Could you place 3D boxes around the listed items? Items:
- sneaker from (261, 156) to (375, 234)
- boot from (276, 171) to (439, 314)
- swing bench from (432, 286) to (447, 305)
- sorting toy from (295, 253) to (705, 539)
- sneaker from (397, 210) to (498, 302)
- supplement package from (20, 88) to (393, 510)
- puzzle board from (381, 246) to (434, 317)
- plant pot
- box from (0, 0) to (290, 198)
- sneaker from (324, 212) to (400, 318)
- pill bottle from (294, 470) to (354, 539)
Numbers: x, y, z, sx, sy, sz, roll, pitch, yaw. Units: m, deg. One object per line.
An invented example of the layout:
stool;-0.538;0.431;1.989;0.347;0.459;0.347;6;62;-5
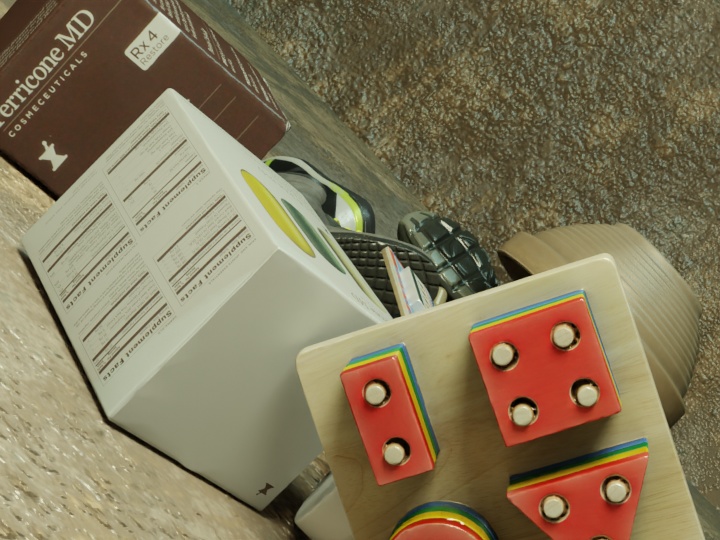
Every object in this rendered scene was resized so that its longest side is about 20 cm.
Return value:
sneaker;-0.068;-0.059;1.725;0.083;0.072;0.200;-8;16;-34
boot;-0.033;-0.034;1.526;0.200;0.070;0.132;12;31;-4
swing bench;0.104;0.145;1.472;0.130;0.200;0.199;-8;-51;50
sorting toy;0.082;0.116;1.114;0.070;0.200;0.199;-47;119;-80
sneaker;0.089;0.040;1.607;0.200;0.079;0.075;52;40;8
supplement package;-0.095;0.017;1.241;0.152;0.151;0.200;38;11;-41
puzzle board;0.070;0.076;1.266;0.151;0.017;0.200;56;7;-21
plant pot;0.210;0.029;1.538;0.201;0.093;0.201;49;-2;3
box;-0.190;-0.140;1.518;0.200;0.166;0.164;40;9;-22
sneaker;0.000;0.000;1.590;0.200;0.085;0.074;55;-4;29
pill bottle;0.059;0.197;1.223;0.200;0.114;0.114;44;8;-3
